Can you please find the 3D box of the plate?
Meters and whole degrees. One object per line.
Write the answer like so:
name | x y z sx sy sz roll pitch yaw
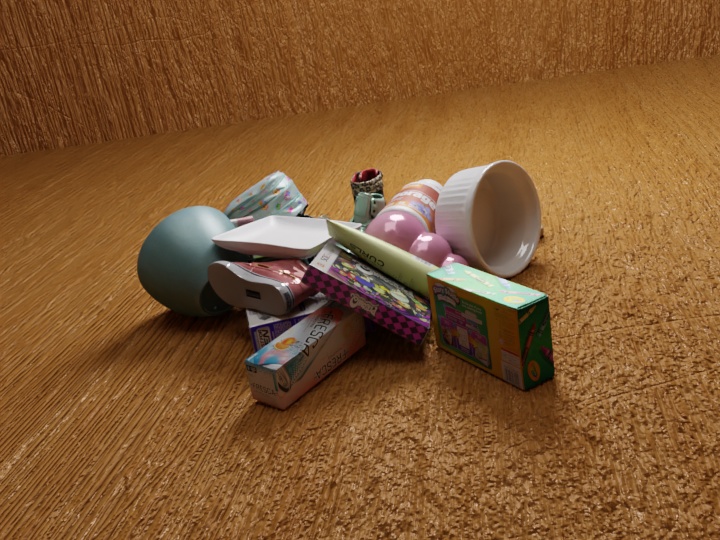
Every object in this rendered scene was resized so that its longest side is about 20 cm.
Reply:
plate | -0.126 -0.056 1.405 0.199 0.033 0.199 7 19 26

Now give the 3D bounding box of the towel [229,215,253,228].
towel | -0.295 -0.023 1.519 0.199 0.145 0.023 -16 41 -37

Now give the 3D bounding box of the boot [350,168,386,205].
boot | 0.034 -0.138 1.679 0.073 0.152 0.200 -1 23 23

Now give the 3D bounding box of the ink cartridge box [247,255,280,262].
ink cartridge box | -0.138 -0.049 1.533 0.144 0.048 0.200 -11 -4 0

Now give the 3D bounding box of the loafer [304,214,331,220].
loafer | -0.083 -0.077 1.691 0.075 0.070 0.199 -25 25 -34

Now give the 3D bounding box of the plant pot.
plant pot | -0.278 0.004 1.434 0.199 0.201 0.135 -23 44 -30

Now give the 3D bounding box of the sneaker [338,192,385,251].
sneaker | -0.017 -0.082 1.501 0.073 0.119 0.200 11 26 28

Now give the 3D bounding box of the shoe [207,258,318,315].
shoe | -0.158 0.018 1.313 0.199 0.072 0.091 15 29 40

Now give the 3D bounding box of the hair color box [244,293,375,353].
hair color box | -0.084 0.075 1.308 0.198 0.065 0.109 -11 21 -8

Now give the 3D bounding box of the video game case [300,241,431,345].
video game case | 0.016 0.030 1.236 0.199 0.036 0.181 28 15 0

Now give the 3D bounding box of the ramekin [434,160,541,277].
ramekin | 0.221 -0.089 1.413 0.200 0.202 0.097 -27 20 -39

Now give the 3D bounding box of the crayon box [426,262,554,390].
crayon box | 0.176 0.072 1.114 0.058 0.120 0.200 -20 23 -26

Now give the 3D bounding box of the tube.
tube | 0.032 -0.024 1.290 0.199 0.058 0.052 29 34 9

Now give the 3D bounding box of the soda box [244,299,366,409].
soda box | -0.075 0.118 1.172 0.063 0.069 0.200 10 31 36

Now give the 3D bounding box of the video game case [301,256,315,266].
video game case | 0.000 0.000 1.484 0.198 0.024 0.182 -6 22 -9

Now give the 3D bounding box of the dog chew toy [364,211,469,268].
dog chew toy | 0.099 -0.017 1.360 0.199 0.125 0.124 29 36 18

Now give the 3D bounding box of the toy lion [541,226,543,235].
toy lion | 0.229 -0.082 1.584 0.191 0.069 0.199 -29 27 -26

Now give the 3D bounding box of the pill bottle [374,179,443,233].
pill bottle | 0.103 -0.102 1.529 0.111 0.113 0.200 -1 25 22

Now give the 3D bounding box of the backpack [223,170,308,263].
backpack | -0.211 -0.115 1.701 0.199 0.127 0.167 -34 22 13
